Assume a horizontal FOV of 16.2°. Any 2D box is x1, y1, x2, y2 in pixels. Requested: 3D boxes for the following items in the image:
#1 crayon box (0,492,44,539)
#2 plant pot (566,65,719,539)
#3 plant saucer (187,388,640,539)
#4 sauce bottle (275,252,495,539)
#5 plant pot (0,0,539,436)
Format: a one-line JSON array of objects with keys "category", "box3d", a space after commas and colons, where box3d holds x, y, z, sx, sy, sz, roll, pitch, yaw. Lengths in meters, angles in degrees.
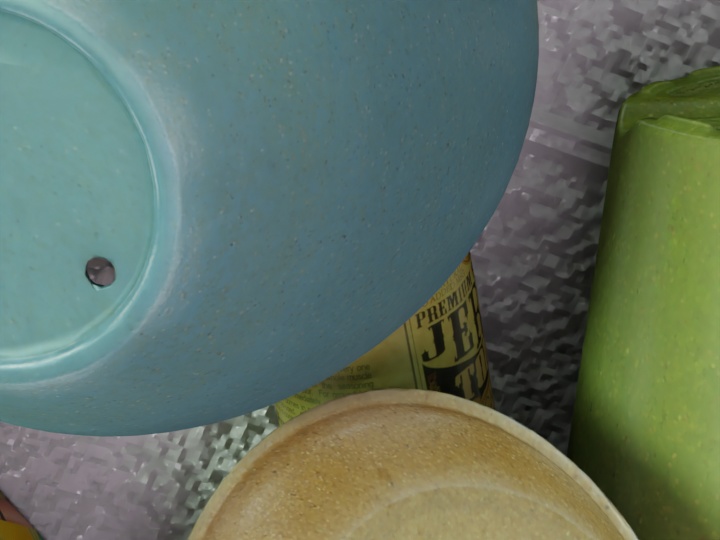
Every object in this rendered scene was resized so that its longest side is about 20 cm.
[{"category": "crayon box", "box3d": [-0.138, 0.086, 0.693, 0.058, 0.119, 0.200, -34, 117, 7]}, {"category": "plant pot", "box3d": [0.133, 0.043, 0.702, 0.199, 0.200, 0.191, -4, 104, -9]}, {"category": "plant saucer", "box3d": [0.023, 0.131, 0.671, 0.035, 0.200, 0.201, 0, 122, -47]}, {"category": "sauce bottle", "box3d": [0.000, 0.000, 0.707, 0.064, 0.065, 0.201, -13, 119, -4]}, {"category": "plant pot", "box3d": [-0.067, -0.041, 0.598, 0.199, 0.135, 0.201, 5, 112, 12]}]
